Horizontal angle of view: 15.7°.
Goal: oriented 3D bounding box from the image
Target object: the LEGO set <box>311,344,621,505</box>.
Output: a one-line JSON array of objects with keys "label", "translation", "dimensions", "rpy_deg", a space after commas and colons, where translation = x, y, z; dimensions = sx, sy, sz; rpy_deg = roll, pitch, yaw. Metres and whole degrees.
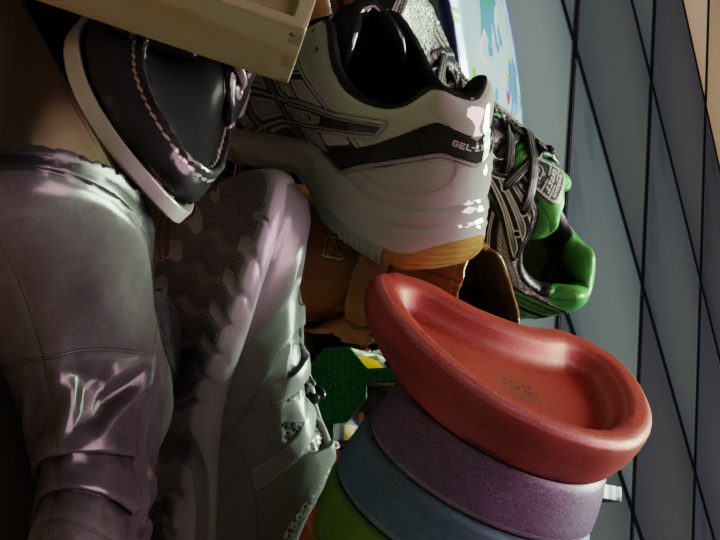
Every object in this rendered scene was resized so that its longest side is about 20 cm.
[{"label": "LEGO set", "translation": [0.055, 0.124, 1.238], "dimensions": [0.116, 0.153, 0.201], "rpy_deg": [16, 63, -57]}]

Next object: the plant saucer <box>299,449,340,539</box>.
[{"label": "plant saucer", "translation": [-0.037, 0.172, 1.249], "dimensions": [0.200, 0.037, 0.201], "rpy_deg": [-2, 90, -76]}]

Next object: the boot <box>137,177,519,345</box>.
[{"label": "boot", "translation": [0.000, 0.000, 1.167], "dimensions": [0.200, 0.155, 0.077], "rpy_deg": [43, 60, -70]}]

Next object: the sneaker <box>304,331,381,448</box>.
[{"label": "sneaker", "translation": [0.001, 0.032, 1.371], "dimensions": [0.087, 0.075, 0.200], "rpy_deg": [46, 14, -15]}]

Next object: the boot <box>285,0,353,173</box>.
[{"label": "boot", "translation": [0.020, -0.158, 1.204], "dimensions": [0.068, 0.188, 0.201], "rpy_deg": [26, -45, 62]}]

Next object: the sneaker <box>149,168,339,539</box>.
[{"label": "sneaker", "translation": [-0.046, 0.056, 1.072], "dimensions": [0.075, 0.082, 0.201], "rpy_deg": [30, -68, 57]}]

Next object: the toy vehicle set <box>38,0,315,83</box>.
[{"label": "toy vehicle set", "translation": [-0.065, -0.158, 1.027], "dimensions": [0.200, 0.124, 0.027], "rpy_deg": [-75, -175, -50]}]

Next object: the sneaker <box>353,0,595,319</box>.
[{"label": "sneaker", "translation": [0.051, -0.058, 1.185], "dimensions": [0.200, 0.085, 0.078], "rpy_deg": [58, 46, -37]}]

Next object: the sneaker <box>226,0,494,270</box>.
[{"label": "sneaker", "translation": [-0.013, -0.079, 1.086], "dimensions": [0.075, 0.200, 0.088], "rpy_deg": [-16, 126, -42]}]

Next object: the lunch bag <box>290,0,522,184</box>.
[{"label": "lunch bag", "translation": [0.022, -0.076, 1.346], "dimensions": [0.170, 0.127, 0.201], "rpy_deg": [-41, 117, -72]}]

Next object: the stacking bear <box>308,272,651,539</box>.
[{"label": "stacking bear", "translation": [0.023, 0.122, 1.040], "dimensions": [0.200, 0.121, 0.114], "rpy_deg": [-64, -158, 18]}]

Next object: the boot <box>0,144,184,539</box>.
[{"label": "boot", "translation": [-0.105, 0.049, 0.938], "dimensions": [0.200, 0.070, 0.132], "rpy_deg": [59, 30, -59]}]

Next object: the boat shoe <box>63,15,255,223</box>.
[{"label": "boat shoe", "translation": [-0.069, -0.083, 1.011], "dimensions": [0.074, 0.060, 0.200], "rpy_deg": [54, 11, -20]}]
